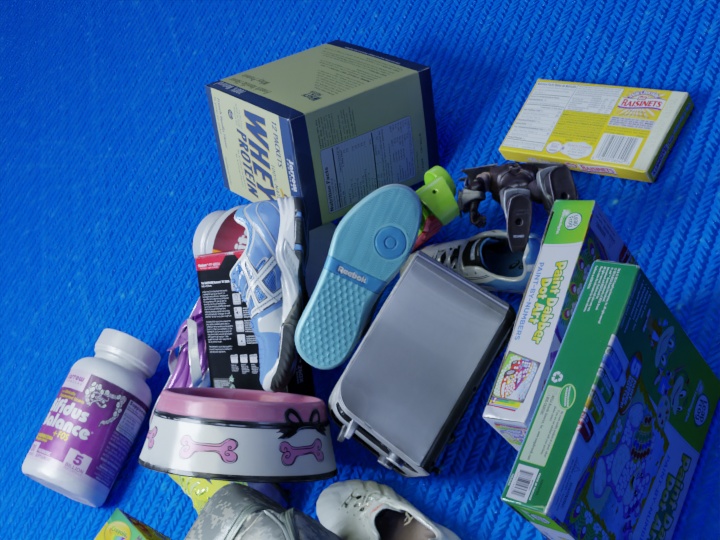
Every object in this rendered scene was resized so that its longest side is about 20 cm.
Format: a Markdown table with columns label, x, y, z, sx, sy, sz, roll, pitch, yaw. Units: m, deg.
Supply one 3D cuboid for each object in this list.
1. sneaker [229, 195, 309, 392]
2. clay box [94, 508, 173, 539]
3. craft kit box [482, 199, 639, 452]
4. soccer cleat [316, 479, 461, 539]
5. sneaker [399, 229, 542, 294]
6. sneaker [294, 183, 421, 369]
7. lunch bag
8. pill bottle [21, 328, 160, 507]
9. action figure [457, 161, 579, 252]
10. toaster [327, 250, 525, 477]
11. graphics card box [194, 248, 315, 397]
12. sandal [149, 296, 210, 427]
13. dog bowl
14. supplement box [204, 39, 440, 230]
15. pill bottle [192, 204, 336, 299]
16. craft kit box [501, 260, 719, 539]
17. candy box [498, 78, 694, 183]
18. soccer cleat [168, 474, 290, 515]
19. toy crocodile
| label | x | y | z | sx | sy | sz | roll | pitch | yaw |
| --- | --- | --- | --- | --- | --- | --- | --- | --- | --- |
| sneaker | -0.094 | 0.024 | 1.134 | 0.076 | 0.076 | 0.204 | 1 | 86 | 5 |
| clay box | -0.181 | 0.326 | 1.113 | 0.199 | 0.115 | 0.048 | 25 | 75 | 48 |
| craft kit box | 0.191 | 0.079 | 0.914 | 0.048 | 0.200 | 0.200 | 5 | 63 | 41 |
| soccer cleat | 0.021 | 0.238 | 1.033 | 0.198 | 0.078 | 0.070 | 15 | 69 | 47 |
| sneaker | 0.118 | -0.011 | 1.148 | 0.198 | 0.072 | 0.073 | -4 | 59 | 41 |
| sneaker | 0.000 | 0.000 | 1.131 | 0.202 | 0.079 | 0.131 | -58 | -3 | 6 |
| lunch bag | -0.051 | 0.298 | 0.961 | 0.167 | 0.200 | 0.140 | 18 | 70 | 53 |
| pill bottle | -0.328 | 0.180 | 1.358 | 0.111 | 0.112 | 0.202 | 3 | 62 | 42 |
| action figure | 0.164 | -0.076 | 1.115 | 0.128 | 0.071 | 0.200 | -14 | 12 | 2 |
| toaster | 0.057 | 0.088 | 1.033 | 0.202 | 0.118 | 0.181 | -58 | -1 | -12 |
| graphics card box | -0.117 | 0.077 | 1.221 | 0.124 | 0.051 | 0.204 | -6 | 92 | 38 |
| sandal | -0.213 | 0.111 | 1.338 | 0.082 | 0.050 | 0.206 | 8 | 76 | 43 |
| dog bowl | -0.118 | 0.159 | 1.084 | 0.198 | 0.199 | 0.075 | 2 | 85 | 41 |
| supplement box | -0.045 | -0.168 | 1.298 | 0.198 | 0.136 | 0.199 | -25 | 32 | -28 |
| pill bottle | -0.114 | -0.018 | 1.325 | 0.198 | 0.113 | 0.114 | 12 | 68 | 46 |
| craft kit box | 0.204 | 0.131 | 0.853 | 0.048 | 0.197 | 0.202 | 9 | 66 | 40 |
| candy box | 0.249 | -0.154 | 1.177 | 0.198 | 0.026 | 0.103 | 17 | 68 | 47 |
| soccer cleat | -0.163 | 0.239 | 1.197 | 0.198 | 0.065 | 0.084 | 10 | 50 | 42 |
| toy crocodile | 0.062 | -0.055 | 1.178 | 0.067 | 0.062 | 0.200 | -34 | -7 | -20 |
